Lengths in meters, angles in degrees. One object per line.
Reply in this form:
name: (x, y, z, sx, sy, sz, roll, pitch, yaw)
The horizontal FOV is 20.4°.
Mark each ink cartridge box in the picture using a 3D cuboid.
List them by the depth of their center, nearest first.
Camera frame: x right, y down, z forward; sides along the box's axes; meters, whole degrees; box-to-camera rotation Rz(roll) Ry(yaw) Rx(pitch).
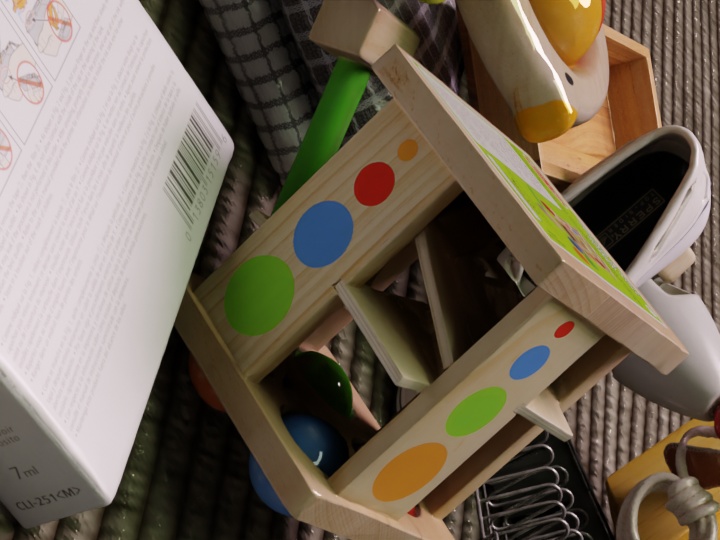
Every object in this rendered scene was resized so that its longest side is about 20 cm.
ink cartridge box: (-0.122, -0.041, 0.702, 0.174, 0.043, 0.200, 56, 30, -31)

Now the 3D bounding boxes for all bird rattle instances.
bird rattle: (0.064, -0.141, 0.900, 0.200, 0.112, 0.164, -65, 134, -69)

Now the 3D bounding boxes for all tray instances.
tray: (0.110, -0.083, 1.048, 0.200, 0.037, 0.099, 11, 69, -63)

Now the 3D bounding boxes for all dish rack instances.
dish rack: (0.096, 0.155, 0.975, 0.200, 0.054, 0.154, -90, 155, -66)

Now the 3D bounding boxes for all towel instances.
towel: (-0.007, -0.150, 0.959, 0.166, 0.085, 0.200, 65, 26, -20)

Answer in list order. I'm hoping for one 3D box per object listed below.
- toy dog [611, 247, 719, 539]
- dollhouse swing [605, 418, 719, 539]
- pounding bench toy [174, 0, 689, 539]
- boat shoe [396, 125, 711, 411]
toy dog: (0.174, 0.059, 1.038, 0.201, 0.131, 0.096, 67, 15, 17)
dollhouse swing: (0.239, 0.199, 1.082, 0.181, 0.176, 0.201, -30, 124, -22)
pounding bench toy: (0.000, 0.000, 0.823, 0.124, 0.156, 0.200, 31, 20, -54)
boat shoe: (0.093, 0.008, 0.961, 0.072, 0.200, 0.066, 48, -8, 23)
